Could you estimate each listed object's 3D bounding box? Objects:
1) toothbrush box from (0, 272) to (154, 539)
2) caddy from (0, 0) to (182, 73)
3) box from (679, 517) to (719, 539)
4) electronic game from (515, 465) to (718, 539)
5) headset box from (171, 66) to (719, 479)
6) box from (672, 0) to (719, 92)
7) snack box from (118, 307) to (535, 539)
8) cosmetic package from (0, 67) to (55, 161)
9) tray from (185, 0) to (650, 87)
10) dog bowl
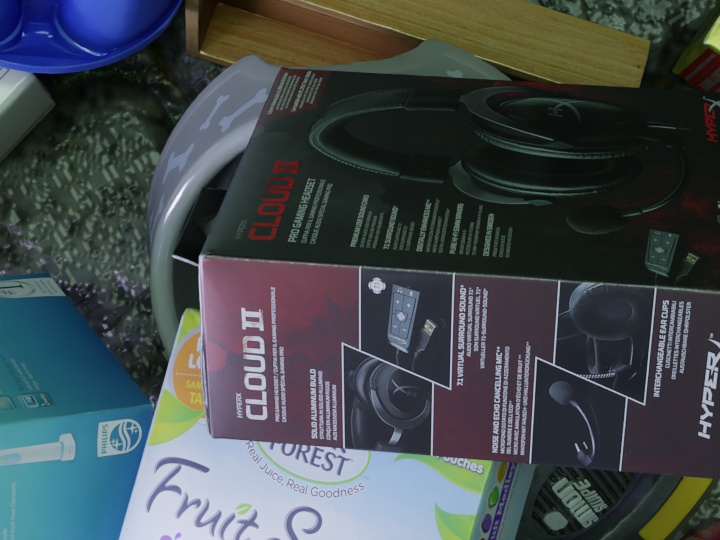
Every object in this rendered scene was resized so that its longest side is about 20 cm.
[{"bbox_3d":[-0.200,0.071,0.686,0.198,0.146,0.086,-4,113,-28],"label":"toothbrush box"},{"bbox_3d":[-0.144,-0.180,0.754,0.140,0.105,0.201,0,58,-18],"label":"caddy"},{"bbox_3d":[0.162,0.170,0.705,0.095,0.200,0.100,-35,87,-6],"label":"box"},{"bbox_3d":[0.087,0.083,0.729,0.199,0.200,0.042,-37,49,-4],"label":"electronic game"},{"bbox_3d":[0.036,-0.006,0.610,0.198,0.149,0.078,5,121,7],"label":"headset box"},{"bbox_3d":[0.243,-0.059,0.790,0.199,0.075,0.050,37,85,0],"label":"box"},{"bbox_3d":[-0.026,0.131,0.644,0.141,0.053,0.202,17,91,26],"label":"snack box"},{"bbox_3d":[-0.244,-0.044,0.773,0.104,0.073,0.200,44,86,2],"label":"cosmetic package"},{"bbox_3d":[0.021,-0.101,0.771,0.198,0.099,0.037,19,74,0],"label":"tray"},{"bbox_3d":[0.000,0.000,0.737,0.198,0.059,0.202,3,116,5],"label":"dog bowl"}]
